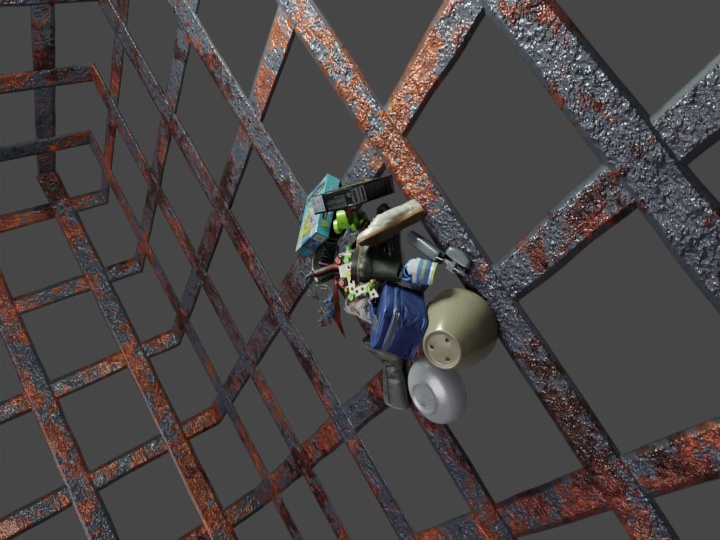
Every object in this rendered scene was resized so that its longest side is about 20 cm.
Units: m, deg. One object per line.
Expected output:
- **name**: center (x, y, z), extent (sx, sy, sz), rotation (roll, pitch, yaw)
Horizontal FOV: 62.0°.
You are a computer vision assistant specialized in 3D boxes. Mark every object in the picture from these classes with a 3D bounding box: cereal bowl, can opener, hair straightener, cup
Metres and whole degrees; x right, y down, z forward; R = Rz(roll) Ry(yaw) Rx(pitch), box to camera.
- **cereal bowl**: center (0.205, 0.348, 1.710), extent (0.198, 0.082, 0.206), rotation (27, 127, 41)
- **can opener**: center (0.206, -0.053, 1.545), extent (0.199, 0.053, 0.068), rotation (41, 104, 33)
- **hair straightener**: center (-0.080, 0.015, 1.781), extent (0.041, 0.195, 0.078), rotation (-120, 9, -48)
- **cup**: center (0.229, 0.166, 1.487), extent (0.195, 0.143, 0.207), rotation (11, 114, 27)

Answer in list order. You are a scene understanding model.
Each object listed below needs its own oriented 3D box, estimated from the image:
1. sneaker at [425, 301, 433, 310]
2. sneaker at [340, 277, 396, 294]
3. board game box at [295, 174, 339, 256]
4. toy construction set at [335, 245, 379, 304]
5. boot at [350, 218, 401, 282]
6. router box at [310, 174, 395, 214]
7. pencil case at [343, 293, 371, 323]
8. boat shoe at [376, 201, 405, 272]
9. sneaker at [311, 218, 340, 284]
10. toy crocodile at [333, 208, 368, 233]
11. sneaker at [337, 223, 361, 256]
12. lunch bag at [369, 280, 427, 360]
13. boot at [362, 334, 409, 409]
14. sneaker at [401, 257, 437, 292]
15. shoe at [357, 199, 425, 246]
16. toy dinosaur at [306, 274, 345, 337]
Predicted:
- **sneaker**: center (0.167, 0.145, 1.667), extent (0.196, 0.074, 0.119), rotation (11, 115, 44)
- **sneaker**: center (0.033, 0.038, 1.798), extent (0.196, 0.075, 0.079), rotation (12, 157, 39)
- **board game box**: center (-0.130, -0.165, 1.813), extent (0.150, 0.046, 0.206), rotation (-36, 39, 54)
- **toy construction set**: center (0.000, 0.000, 1.707), extent (0.128, 0.091, 0.207), rotation (-5, 84, 28)
- **boot**: center (0.053, -0.047, 1.604), extent (0.134, 0.204, 0.079), rotation (5, 144, 7)
- **router box**: center (-0.023, -0.209, 1.659), extent (0.197, 0.155, 0.054), rotation (-3, 107, 53)
- **pencil case**: center (0.036, 0.127, 1.809), extent (0.197, 0.089, 0.079), rotation (25, 144, 44)
- **boat shoe**: center (0.076, -0.085, 1.674), extent (0.071, 0.060, 0.208), rotation (3, 110, 51)
- **sneaker**: center (-0.103, -0.066, 1.819), extent (0.099, 0.068, 0.206), rotation (121, 161, -70)
- **toy crocodile**: center (-0.027, -0.146, 1.674), extent (0.065, 0.200, 0.064), rotation (-8, 100, 21)
- **sneaker**: center (-0.031, -0.071, 1.828), extent (0.202, 0.076, 0.088), rotation (-59, 44, 45)
- **lunch bag**: center (0.087, 0.118, 1.543), extent (0.201, 0.129, 0.139), rotation (-88, 18, -64)
- **boot**: center (0.080, 0.318, 1.880), extent (0.180, 0.071, 0.205), rotation (24, 132, 46)
- **sneaker**: center (0.146, 0.007, 1.563), extent (0.200, 0.080, 0.076), rotation (110, 173, -77)
- **shoe**: center (0.074, -0.124, 1.561), extent (0.054, 0.196, 0.070), rotation (61, 173, 21)
- **toy dinosaur**: center (-0.087, 0.095, 1.999), extent (0.196, 0.106, 0.183), rotation (30, 127, -11)
